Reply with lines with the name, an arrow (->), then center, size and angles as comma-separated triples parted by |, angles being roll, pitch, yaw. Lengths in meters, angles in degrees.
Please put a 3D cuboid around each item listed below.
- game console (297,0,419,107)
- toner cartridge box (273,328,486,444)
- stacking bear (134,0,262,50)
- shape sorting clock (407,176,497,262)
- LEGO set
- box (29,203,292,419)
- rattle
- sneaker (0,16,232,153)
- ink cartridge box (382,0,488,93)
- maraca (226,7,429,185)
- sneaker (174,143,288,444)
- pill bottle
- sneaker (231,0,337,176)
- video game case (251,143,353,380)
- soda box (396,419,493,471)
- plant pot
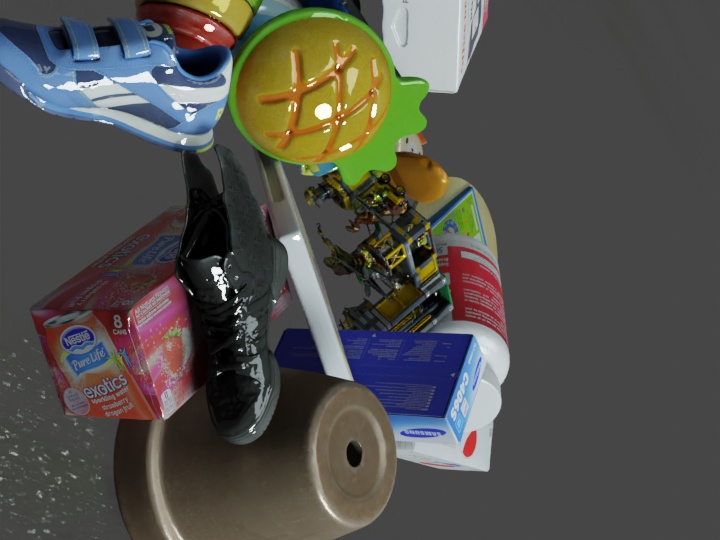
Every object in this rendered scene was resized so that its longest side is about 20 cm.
game console -> -0.015, -0.262, 1.303 | 0.119, 0.170, 0.200 | -55, 140, -13
toner cartridge box -> 0.007, 0.104, 1.250 | 0.043, 0.199, 0.095 | 62, 40, -42
stacking bear -> -0.136, -0.216, 1.098 | 0.121, 0.113, 0.201 | 26, 74, -45
shape sorting clock -> 0.103, -0.008, 1.590 | 0.200, 0.039, 0.201 | 0, 90, -57
LEGO set -> 0.000, 0.000, 1.319 | 0.116, 0.154, 0.200 | -39, 155, -14
box -> -0.150, 0.027, 1.072 | 0.200, 0.099, 0.096 | -44, 127, -52
rattle -> 0.063, -0.135, 1.429 | 0.200, 0.142, 0.131 | -22, 90, -53
sneaker -> -0.181, -0.151, 0.983 | 0.199, 0.082, 0.074 | 13, 34, -36
ink cartridge box -> 0.083, -0.297, 1.451 | 0.200, 0.084, 0.145 | -67, 160, -53
maraca -> -0.025, -0.143, 1.147 | 0.200, 0.137, 0.107 | 26, 22, -41
sneaker -> -0.101, 0.018, 1.001 | 0.104, 0.060, 0.201 | 41, 49, -53
pill bottle -> 0.096, 0.065, 1.420 | 0.201, 0.112, 0.113 | -91, 160, -48
sneaker -> -0.057, -0.160, 1.219 | 0.200, 0.079, 0.131 | 40, 25, -53
video game case -> -0.052, -0.009, 1.211 | 0.182, 0.023, 0.201 | -109, -178, -50
soda box -> 0.077, 0.179, 1.510 | 0.200, 0.068, 0.064 | 25, 68, -58
plant pot -> -0.071, 0.155, 1.104 | 0.200, 0.174, 0.202 | 14, 72, -50
